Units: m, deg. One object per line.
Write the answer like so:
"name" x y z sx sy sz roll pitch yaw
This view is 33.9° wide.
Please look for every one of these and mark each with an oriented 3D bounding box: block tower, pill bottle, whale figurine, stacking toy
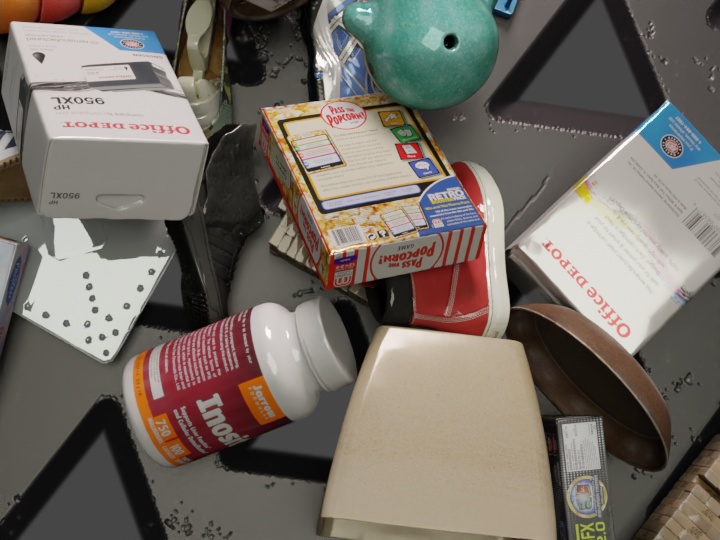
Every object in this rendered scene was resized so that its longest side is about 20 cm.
"block tower" 0.000 0.000 1.161 0.199 0.054 0.058 31 82 2
"pill bottle" -0.110 0.099 1.093 0.198 0.113 0.114 -22 85 11
"block tower" 0.336 0.222 1.142 0.054 0.058 0.200 41 82 2
"whale figurine" 0.061 -0.248 1.085 0.157 0.104 0.202 -13 105 -11
"stacking toy" -0.282 -0.302 1.163 0.198 0.146 0.148 -4 83 -20

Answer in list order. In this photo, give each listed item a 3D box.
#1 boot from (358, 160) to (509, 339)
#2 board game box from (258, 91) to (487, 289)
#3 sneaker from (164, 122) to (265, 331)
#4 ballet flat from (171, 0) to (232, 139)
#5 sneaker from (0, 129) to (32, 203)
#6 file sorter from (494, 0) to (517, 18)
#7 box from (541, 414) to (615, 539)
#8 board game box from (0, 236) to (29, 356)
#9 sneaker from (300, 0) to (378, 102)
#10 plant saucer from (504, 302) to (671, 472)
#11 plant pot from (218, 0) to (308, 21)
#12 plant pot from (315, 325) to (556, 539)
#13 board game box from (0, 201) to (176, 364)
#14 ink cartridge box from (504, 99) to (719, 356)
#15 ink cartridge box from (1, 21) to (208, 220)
"boot" 0.060 -0.031 1.117 0.143 0.073 0.202 10 53 -16
"board game box" 0.007 -0.082 1.086 0.150 0.047 0.201 -10 49 -18
"sneaker" -0.131 -0.035 1.150 0.104 0.060 0.202 -22 108 -31
"ballet flat" -0.160 -0.202 1.168 0.068 0.071 0.202 3 84 4
"sneaker" -0.361 -0.116 1.126 0.198 0.070 0.109 -18 58 -22
"file sorter" 0.089 -0.368 1.173 0.198 0.123 0.140 21 82 1
"box" 0.193 0.235 1.089 0.044 0.160 0.202 -4 84 -4
"board game box" -0.438 0.045 1.127 0.198 0.041 0.202 16 91 2
"sneaker" -0.018 -0.240 1.184 0.076 0.076 0.202 -5 94 -10
"plant saucer" 0.214 0.100 1.086 0.034 0.200 0.200 -41 86 -13
"plant pot" -0.110 -0.348 1.118 0.185 0.187 0.202 -19 78 -4
"plant pot" 0.068 0.157 1.084 0.197 0.200 0.179 6 74 -2
"board game box" -0.281 -0.041 1.168 0.199 0.026 0.201 29 84 2
"ink cartridge box" 0.254 -0.028 1.128 0.200 0.145 0.147 -42 87 -6
"ink cartridge box" -0.237 -0.139 1.077 0.143 0.085 0.201 -2 40 -27
